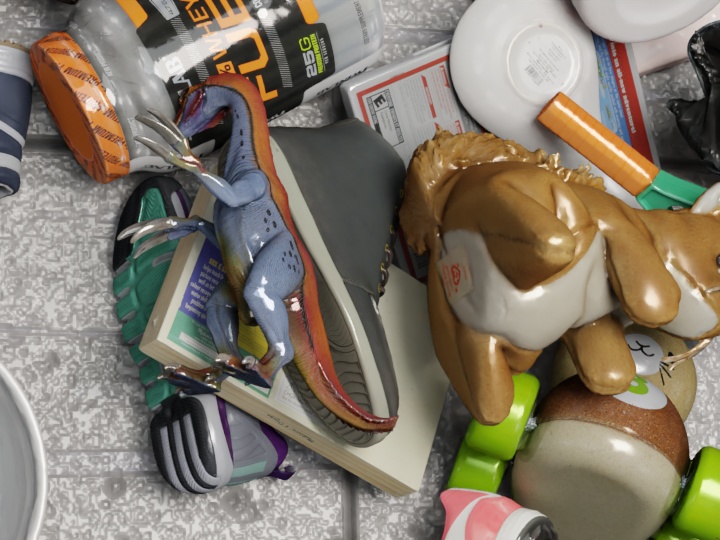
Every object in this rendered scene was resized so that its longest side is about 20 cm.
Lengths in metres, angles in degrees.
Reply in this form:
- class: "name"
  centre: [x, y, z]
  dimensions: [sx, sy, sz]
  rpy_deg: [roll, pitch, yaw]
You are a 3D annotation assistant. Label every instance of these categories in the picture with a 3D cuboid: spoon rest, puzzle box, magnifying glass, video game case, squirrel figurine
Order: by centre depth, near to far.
- class: "squirrel figurine"
  centre: [0.129, -0.018, 1.168]
  dimensions: [0.186, 0.142, 0.200]
  rpy_deg: [-7, 37, -27]
- class: "puzzle box"
  centre: [-0.030, 0.036, 1.213]
  dimensions: [0.200, 0.025, 0.133]
  rpy_deg: [33, 58, -23]
- class: "magnifying glass"
  centre: [0.194, -0.040, 1.227]
  dimensions: [0.200, 0.080, 0.022]
  rpy_deg: [39, 54, -4]
- class: "spoon rest"
  centre: [0.134, -0.096, 1.268]
  dimensions: [0.099, 0.061, 0.200]
  rpy_deg: [-41, 104, -10]
- class: "video game case"
  centre: [0.095, -0.091, 1.285]
  dimensions: [0.200, 0.017, 0.143]
  rpy_deg: [-24, 113, -16]

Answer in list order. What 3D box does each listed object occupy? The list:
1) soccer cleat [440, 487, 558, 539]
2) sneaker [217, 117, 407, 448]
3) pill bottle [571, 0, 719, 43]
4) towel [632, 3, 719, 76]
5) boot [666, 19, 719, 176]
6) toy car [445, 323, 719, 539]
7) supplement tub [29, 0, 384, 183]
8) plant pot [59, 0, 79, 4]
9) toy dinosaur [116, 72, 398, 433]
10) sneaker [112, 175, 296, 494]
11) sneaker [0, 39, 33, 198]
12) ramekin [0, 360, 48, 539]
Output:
- class: "soccer cleat"
  centre: [0.058, 0.232, 1.216]
  dimensions: [0.073, 0.068, 0.201]
  rpy_deg: [22, 101, 34]
- class: "sneaker"
  centre: [0.000, 0.000, 1.183]
  dimensions: [0.106, 0.075, 0.200]
  rpy_deg: [-17, 83, -39]
- class: "pill bottle"
  centre: [0.155, -0.250, 1.255]
  dimensions: [0.112, 0.112, 0.200]
  rpy_deg: [-12, 55, -15]
- class: "towel"
  centre: [0.160, -0.224, 1.352]
  dimensions: [0.191, 0.032, 0.200]
  rpy_deg: [-19, 84, -15]
- class: "boot"
  centre: [0.256, -0.045, 1.269]
  dimensions: [0.076, 0.168, 0.201]
  rpy_deg: [-9, 73, 27]
- class: "toy car"
  centre: [0.167, 0.069, 1.245]
  dimensions: [0.164, 0.158, 0.200]
  rpy_deg: [21, 61, 4]
- class: "supplement tub"
  centre: [-0.095, -0.140, 1.227]
  dimensions: [0.200, 0.123, 0.123]
  rpy_deg: [-30, 87, -17]
- class: "plant pot"
  centre: [-0.173, -0.273, 1.219]
  dimensions: [0.187, 0.187, 0.200]
  rpy_deg: [25, 88, -8]
- class: "toy dinosaur"
  centre: [-0.065, -0.018, 1.129]
  dimensions: [0.200, 0.105, 0.182]
  rpy_deg: [26, 64, -24]
- class: "sneaker"
  centre: [-0.095, 0.040, 1.233]
  dimensions: [0.087, 0.074, 0.201]
  rpy_deg: [2, 73, -43]
- class: "sneaker"
  centre: [-0.297, -0.088, 1.195]
  dimensions: [0.199, 0.070, 0.109]
  rpy_deg: [2, 77, -16]
- class: "ramekin"
  centre: [-0.284, 0.125, 1.138]
  dimensions: [0.200, 0.105, 0.201]
  rpy_deg: [3, 78, -14]
